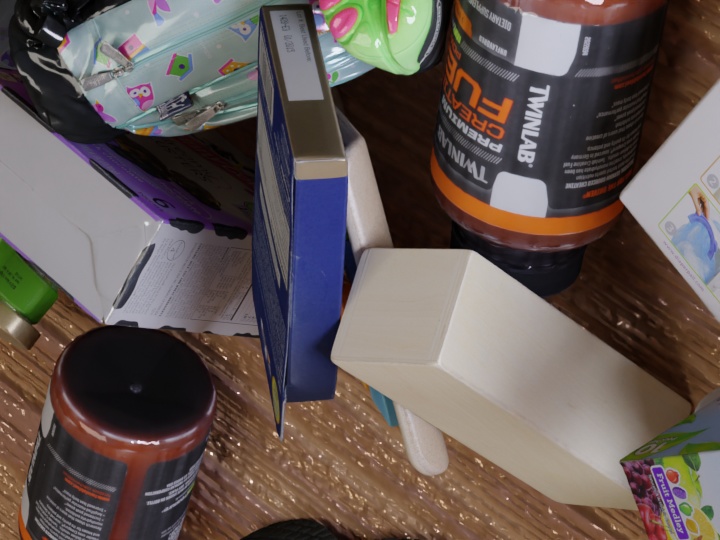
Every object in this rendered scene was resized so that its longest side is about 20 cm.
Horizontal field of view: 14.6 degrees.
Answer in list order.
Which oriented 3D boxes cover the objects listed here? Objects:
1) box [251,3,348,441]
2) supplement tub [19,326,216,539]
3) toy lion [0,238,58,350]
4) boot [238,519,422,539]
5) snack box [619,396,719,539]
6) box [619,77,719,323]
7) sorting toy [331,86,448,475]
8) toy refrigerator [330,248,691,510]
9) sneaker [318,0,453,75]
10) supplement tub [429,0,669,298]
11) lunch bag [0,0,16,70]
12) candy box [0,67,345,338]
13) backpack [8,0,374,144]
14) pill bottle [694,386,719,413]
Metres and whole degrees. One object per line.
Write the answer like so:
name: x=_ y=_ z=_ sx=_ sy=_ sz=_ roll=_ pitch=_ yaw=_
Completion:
box: x=-0.033 y=-0.022 z=1.442 sx=0.121 sy=0.032 sz=0.201 roll=-103 pitch=13 yaw=-45
supplement tub: x=-0.162 y=0.137 z=1.813 sx=0.107 sy=0.107 sz=0.200 roll=41 pitch=137 yaw=23
toy lion: x=-0.283 y=-0.045 z=1.782 sx=0.191 sy=0.069 sz=0.200 roll=35 pitch=171 yaw=15
boot: x=-0.008 y=0.231 z=1.750 sx=0.200 sy=0.068 sz=0.131 roll=3 pitch=120 yaw=48
snack box: x=0.235 y=0.061 z=1.271 sx=0.142 sy=0.200 sz=0.053 roll=-14 pitch=101 yaw=51
box: x=0.227 y=-0.069 z=1.271 sx=0.101 sy=0.112 sz=0.200 roll=52 pitch=140 yaw=13
sorting toy: x=0.000 y=0.000 z=1.529 sx=0.200 sy=0.036 sz=0.186 roll=-110 pitch=5 yaw=-73
toy refrigerator: x=0.082 y=0.055 z=1.450 sx=0.076 sy=0.070 sz=0.200 roll=1 pitch=157 yaw=44
sneaker: x=0.012 y=-0.189 z=1.423 sx=0.076 sy=0.084 sz=0.201 roll=-6 pitch=70 yaw=20
supplement tub: x=0.092 y=-0.084 z=1.414 sx=0.107 sy=0.107 sz=0.201 roll=33 pitch=133 yaw=30
lunch bag: x=-0.276 y=-0.181 z=1.685 sx=0.170 sy=0.127 sz=0.200 roll=-52 pitch=48 yaw=4
candy box: x=-0.123 y=-0.037 z=1.596 sx=0.168 sy=0.200 sz=0.072 roll=38 pitch=106 yaw=28
backpack: x=-0.073 y=-0.148 z=1.510 sx=0.199 sy=0.167 sz=0.127 roll=-18 pitch=119 yaw=19
pill bottle: x=0.215 y=0.159 z=1.422 sx=0.112 sy=0.112 sz=0.201 roll=16 pitch=124 yaw=41
